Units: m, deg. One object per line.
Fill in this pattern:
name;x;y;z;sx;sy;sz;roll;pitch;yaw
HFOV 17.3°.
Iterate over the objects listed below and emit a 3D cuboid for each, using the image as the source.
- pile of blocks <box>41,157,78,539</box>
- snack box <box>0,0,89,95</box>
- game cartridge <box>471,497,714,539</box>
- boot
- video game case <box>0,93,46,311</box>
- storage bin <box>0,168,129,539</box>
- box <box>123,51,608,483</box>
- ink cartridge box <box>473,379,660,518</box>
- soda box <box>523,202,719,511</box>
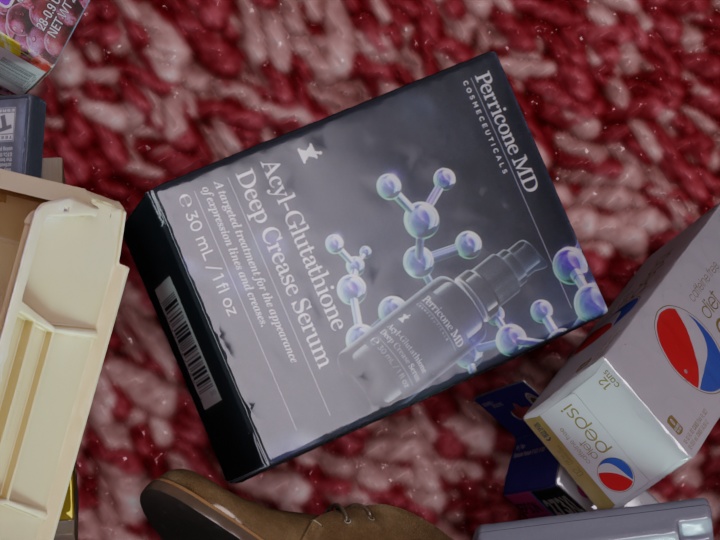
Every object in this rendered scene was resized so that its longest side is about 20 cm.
pile of blocks;-0.175;0.046;1.176;0.062;0.082;0.202;-3;80;-4
snack box;-0.212;-0.211;1.190;0.199;0.068;0.170;31;64;-15
game cartridge;0.117;0.204;1.182;0.132;0.041;0.201;-9;121;1
boot;-0.021;0.145;1.211;0.199;0.074;0.076;32;65;-16
video game case;-0.225;0.016;1.160;0.142;0.019;0.202;-2;80;24
storage bin;-0.228;0.039;1.095;0.199;0.094;0.200;14;86;26
box;0.000;0.000;1.214;0.199;0.107;0.149;-23;87;-17
ink cartridge box;0.136;0.138;1.231;0.200;0.095;0.037;44;75;-4
soda box;0.158;0.042;1.213;0.068;0.064;0.200;48;35;-2
